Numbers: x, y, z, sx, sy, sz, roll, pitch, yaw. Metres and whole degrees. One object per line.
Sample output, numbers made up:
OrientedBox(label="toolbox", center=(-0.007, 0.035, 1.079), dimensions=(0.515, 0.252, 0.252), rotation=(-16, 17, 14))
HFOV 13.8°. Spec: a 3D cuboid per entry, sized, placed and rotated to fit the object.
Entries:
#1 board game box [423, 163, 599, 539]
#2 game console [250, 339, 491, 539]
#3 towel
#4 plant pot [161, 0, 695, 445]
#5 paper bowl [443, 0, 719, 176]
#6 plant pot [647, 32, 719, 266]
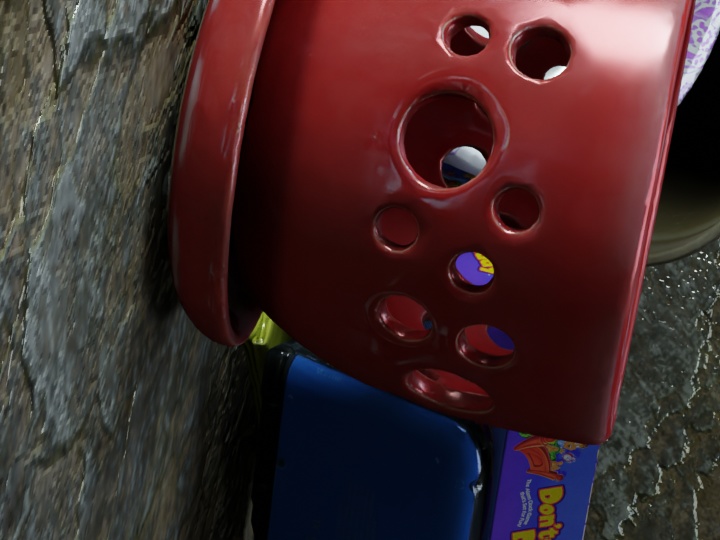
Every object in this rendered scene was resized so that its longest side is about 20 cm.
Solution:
OrientedBox(label="board game box", center=(0.054, 0.054, 1.363), dimensions=(0.200, 0.045, 0.135), rotation=(-115, -153, -55))
OrientedBox(label="game console", center=(0.005, 0.122, 1.378), dimensions=(0.118, 0.170, 0.200), rotation=(-21, 125, -50))
OrientedBox(label="towel", center=(-0.038, 0.039, 1.436), dimensions=(0.200, 0.018, 0.086), rotation=(86, 14, -64))
OrientedBox(label="plant pot", center=(0.029, -0.046, 1.157), dimensions=(0.200, 0.182, 0.201), rotation=(12, 90, -82))
OrientedBox(label="paper bowl", center=(0.065, -0.146, 1.351), dimensions=(0.104, 0.200, 0.201), rotation=(25, -72, 55))
OrientedBox(label="plant pot", center=(0.181, -0.115, 1.676), dimensions=(0.173, 0.200, 0.200), rotation=(-19, 123, -56))
